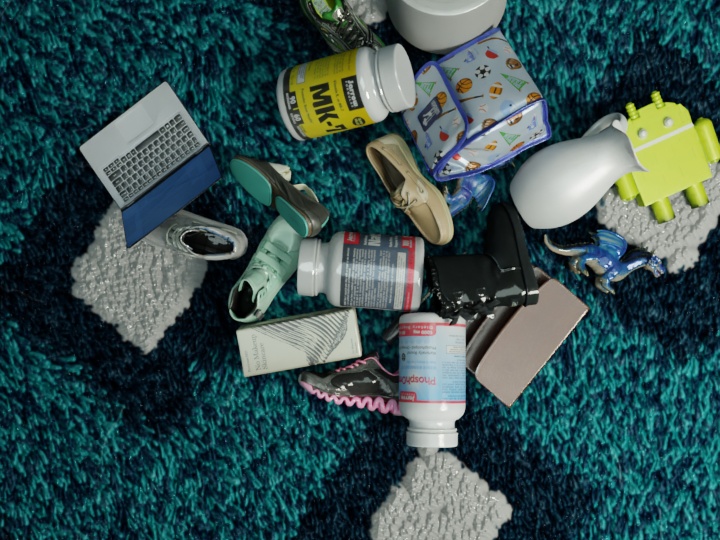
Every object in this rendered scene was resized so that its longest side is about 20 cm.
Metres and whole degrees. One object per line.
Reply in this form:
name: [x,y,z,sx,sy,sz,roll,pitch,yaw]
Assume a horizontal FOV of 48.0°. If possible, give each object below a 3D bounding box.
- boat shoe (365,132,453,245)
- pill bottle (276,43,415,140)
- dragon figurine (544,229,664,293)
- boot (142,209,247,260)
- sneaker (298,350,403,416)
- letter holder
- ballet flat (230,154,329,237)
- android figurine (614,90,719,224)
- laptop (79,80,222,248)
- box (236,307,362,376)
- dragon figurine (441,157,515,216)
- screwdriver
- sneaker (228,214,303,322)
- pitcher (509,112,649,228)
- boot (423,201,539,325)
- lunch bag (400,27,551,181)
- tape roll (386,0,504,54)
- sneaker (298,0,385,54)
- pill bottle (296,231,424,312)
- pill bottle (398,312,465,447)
boat shoe: [0.075,-0.123,1.295,0.064,0.071,0.202,-26,79,-40]
pill bottle: [-0.021,-0.278,1.251,0.196,0.114,0.117,-10,93,22]
dragon figurine: [0.390,-0.031,1.308,0.198,0.059,0.101,32,89,-1]
boot: [-0.282,-0.061,1.305,0.195,0.096,0.075,10,93,0]
sneaker: [-0.003,0.177,1.331,0.195,0.079,0.098,12,87,-8]
letter holder: [0.244,0.090,1.304,0.141,0.101,0.201,39,93,0]
ballet flat: [-0.126,-0.127,1.309,0.068,0.069,0.200,-33,66,-33]
android figurine: [0.491,-0.186,1.314,0.179,0.041,0.204,-21,94,2]
laptop: [-0.339,-0.173,1.290,0.186,0.116,0.202,-35,92,2]
box: [-0.099,0.114,1.326,0.195,0.068,0.084,-11,94,1]
dragon figurine: [0.184,-0.130,1.311,0.097,0.059,0.204,19,94,0]
screwdriver: [0.110,0.047,1.341,0.200,0.028,0.029,-44,122,2]
sneaker: [-0.146,-0.004,1.295,0.073,0.118,0.204,27,92,1]
pitcher: [0.340,-0.163,1.279,0.198,0.173,0.122,-30,113,26]
boot: [0.178,-0.014,1.257,0.158,0.074,0.202,-8,59,-5]
lunch bag: [0.168,-0.248,1.249,0.197,0.124,0.172,-27,59,7]
tape roll: [0.131,-0.454,1.234,0.197,0.139,0.208,-1,82,5]
sneaker: [-0.029,-0.380,1.288,0.200,0.085,0.078,44,93,-2]
pill bottle: [0.000,0.000,1.292,0.195,0.120,0.123,4,93,0]
pill bottle: [0.113,0.172,1.276,0.106,0.109,0.205,1,82,1]
